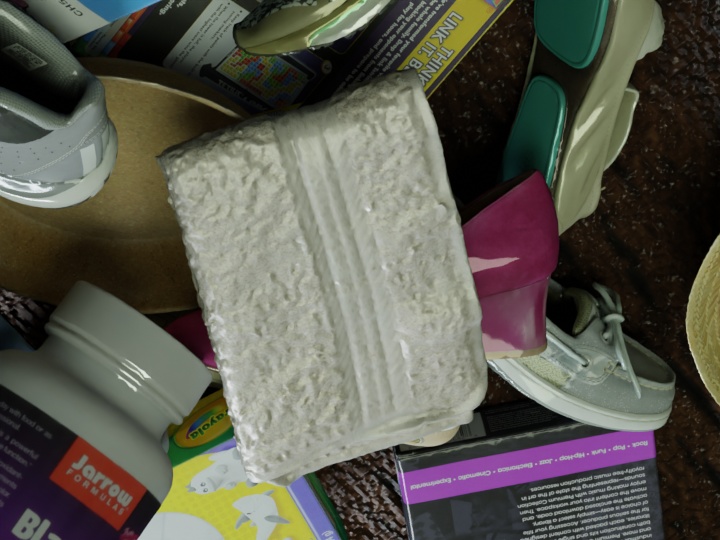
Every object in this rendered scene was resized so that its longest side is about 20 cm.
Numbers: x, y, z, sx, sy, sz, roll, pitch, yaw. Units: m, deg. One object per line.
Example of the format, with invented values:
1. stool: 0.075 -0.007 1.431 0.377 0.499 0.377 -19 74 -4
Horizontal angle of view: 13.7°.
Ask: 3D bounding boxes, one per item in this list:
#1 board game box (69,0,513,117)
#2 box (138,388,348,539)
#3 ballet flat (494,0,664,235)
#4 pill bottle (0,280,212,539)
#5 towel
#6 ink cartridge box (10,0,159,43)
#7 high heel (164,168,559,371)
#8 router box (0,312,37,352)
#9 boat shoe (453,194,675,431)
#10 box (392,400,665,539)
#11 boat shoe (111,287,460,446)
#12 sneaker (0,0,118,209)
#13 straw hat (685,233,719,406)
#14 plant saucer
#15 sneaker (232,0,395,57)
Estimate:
1. board game box: -0.020 -0.151 1.456 0.165 0.057 0.200 32 112 -27
2. box: -0.116 0.146 1.540 0.200 0.048 0.117 -26 126 5
3. ballet flat: 0.117 -0.104 1.511 0.069 0.070 0.200 7 122 -14
4. pill bottle: -0.160 0.109 1.439 0.111 0.111 0.200 40 78 -28
5. towel: -0.014 0.008 1.433 0.132 0.035 0.200 -19 123 -6
6. ink cartridge box: -0.177 -0.167 1.342 0.144 0.085 0.200 38 149 -26
7. high heel: 0.000 0.000 1.492 0.199 0.067 0.096 -2 111 -1
8. router box: -0.247 0.090 1.475 0.200 0.062 0.150 -52 160 -8
9. boat shoe: 0.090 0.018 1.572 0.202 0.074 0.065 32 111 -16
10. box: 0.100 0.162 1.686 0.143 0.036 0.200 -10 122 -2
11. boat shoe: -0.038 0.051 1.572 0.199 0.072 0.065 12 140 -8
12. sneaker: -0.201 -0.095 1.316 0.199 0.075 0.116 13 157 -2
13. straw hat: 0.265 0.004 1.584 0.200 0.085 0.202 -2 118 -3
14. plant saucer: -0.123 -0.047 1.464 0.199 0.036 0.200 2 146 1
15. sneaker: 0.006 -0.182 1.376 0.200 0.077 0.089 -42 107 10
